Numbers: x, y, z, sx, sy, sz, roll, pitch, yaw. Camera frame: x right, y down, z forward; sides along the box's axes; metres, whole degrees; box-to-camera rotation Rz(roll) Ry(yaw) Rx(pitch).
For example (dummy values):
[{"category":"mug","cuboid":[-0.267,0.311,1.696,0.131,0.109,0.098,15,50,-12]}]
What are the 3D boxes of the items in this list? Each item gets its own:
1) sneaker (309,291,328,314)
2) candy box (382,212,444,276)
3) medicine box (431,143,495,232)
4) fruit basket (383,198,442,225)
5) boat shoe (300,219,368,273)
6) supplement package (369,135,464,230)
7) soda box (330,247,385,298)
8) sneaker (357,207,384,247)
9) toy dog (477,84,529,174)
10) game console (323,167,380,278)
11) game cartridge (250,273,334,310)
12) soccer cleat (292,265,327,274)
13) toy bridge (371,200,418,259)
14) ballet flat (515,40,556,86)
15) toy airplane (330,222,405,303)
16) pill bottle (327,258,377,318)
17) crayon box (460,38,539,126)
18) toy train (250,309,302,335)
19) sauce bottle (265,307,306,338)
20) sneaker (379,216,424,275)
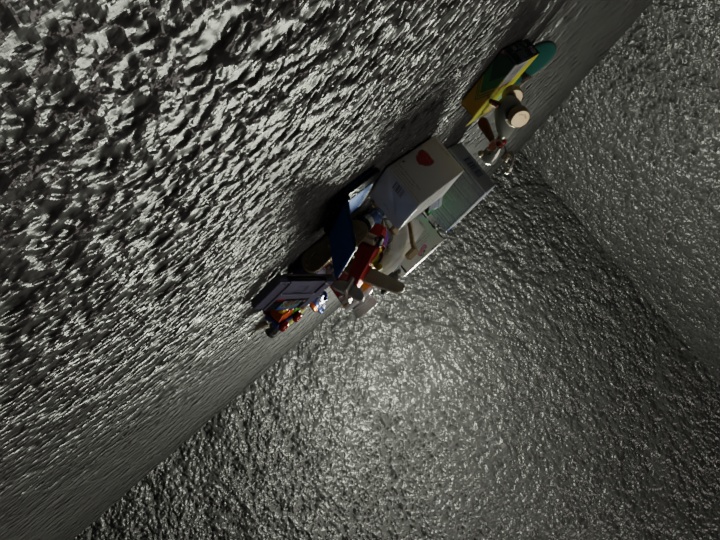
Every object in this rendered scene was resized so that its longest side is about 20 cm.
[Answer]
[{"category":"sneaker","cuboid":[-0.152,0.113,2.222,0.078,0.075,0.200,-44,176,1]},{"category":"candy box","cuboid":[0.137,-0.114,1.838,0.167,0.201,0.072,-38,175,-11]},{"category":"medicine box","cuboid":[0.295,-0.265,1.876,0.200,0.183,0.102,-45,172,37]},{"category":"fruit basket","cuboid":[0.155,-0.204,1.728,0.197,0.094,0.187,-32,155,-14]},{"category":"boat shoe","cuboid":[-0.069,-0.063,1.504,0.198,0.073,0.068,-35,179,-10]},{"category":"supplement package","cuboid":[0.140,-0.220,1.458,0.199,0.122,0.120,-38,174,-35]},{"category":"soda box","cuboid":[0.000,0.000,1.689,0.197,0.071,0.063,-29,173,-34]},{"category":"sneaker","cuboid":[0.025,-0.113,1.701,0.076,0.076,0.200,-38,172,-21]},{"category":"toy dog","cuboid":[0.323,-0.341,1.398,0.133,0.093,0.205,-109,-152,-58]},{"category":"game console","cuboid":[-0.010,-0.104,1.319,0.170,0.119,0.200,-38,174,-24]},{"category":"game cartridge","cuboid":[-0.171,0.055,1.494,0.197,0.039,0.130,0,142,-51]},{"category":"soccer cleat","cuboid":[-0.136,0.000,1.608,0.200,0.065,0.079,23,79,-75]},{"category":"toy bridge","cuboid":[0.108,-0.125,1.610,0.067,0.202,0.027,-41,-159,-18]},{"category":"ballet flat","cuboid":[0.407,-0.510,1.495,0.198,0.068,0.068,-38,-165,14]},{"category":"toy airplane","cuboid":[0.008,-0.002,1.580,0.194,0.205,0.141,-23,164,9]},{"category":"pill bottle","cuboid":[-0.035,0.039,1.759,0.108,0.202,0.109,-35,180,0]},{"category":"crayon box","cuboid":[0.318,-0.441,1.384,0.126,0.051,0.200,-37,172,-41]},{"category":"toy train","cuboid":[-0.227,0.110,1.671,0.199,0.084,0.117,-33,160,-56]},{"category":"sauce bottle","cuboid":[-0.241,0.146,1.901,0.200,0.065,0.064,-44,174,31]},{"category":"sneaker","cuboid":[0.087,-0.090,1.659,0.202,0.116,0.073,-53,-152,-17]}]
